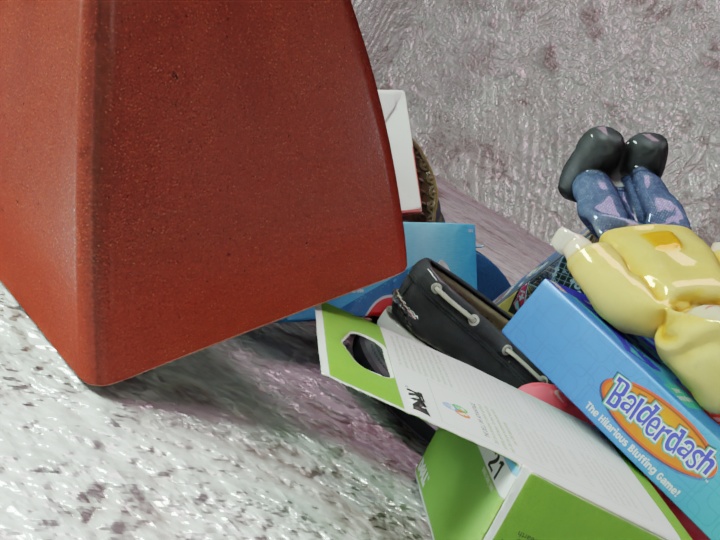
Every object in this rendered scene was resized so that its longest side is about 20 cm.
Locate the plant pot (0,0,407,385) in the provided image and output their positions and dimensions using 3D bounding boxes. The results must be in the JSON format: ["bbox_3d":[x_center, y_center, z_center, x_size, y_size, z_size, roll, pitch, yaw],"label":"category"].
[{"bbox_3d":[-0.104,-0.091,0.599,0.198,0.178,0.199,-20,38,-31],"label":"plant pot"}]

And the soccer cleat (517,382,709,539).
[{"bbox_3d":[0.169,0.146,0.706,0.199,0.067,0.077,34,-20,3],"label":"soccer cleat"}]

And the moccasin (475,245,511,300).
[{"bbox_3d":[0.060,-0.010,1.022,0.199,0.081,0.068,30,4,-32],"label":"moccasin"}]

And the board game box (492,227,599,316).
[{"bbox_3d":[0.172,0.050,0.817,0.136,0.035,0.200,48,-34,1],"label":"board game box"}]

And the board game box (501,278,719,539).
[{"bbox_3d":[0.189,0.094,0.652,0.200,0.045,0.152,46,15,27],"label":"board game box"}]

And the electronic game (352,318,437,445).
[{"bbox_3d":[0.082,0.096,0.786,0.198,0.042,0.200,30,16,-9],"label":"electronic game"}]

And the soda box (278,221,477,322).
[{"bbox_3d":[0.000,0.000,0.805,0.198,0.069,0.064,-1,-2,-45],"label":"soda box"}]

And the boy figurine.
[{"bbox_3d":[0.172,-0.003,0.647,0.123,0.065,0.201,7,37,-15],"label":"boy figurine"}]

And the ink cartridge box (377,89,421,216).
[{"bbox_3d":[-0.038,-0.097,1.090,0.067,0.118,0.199,-8,-2,-41],"label":"ink cartridge box"}]

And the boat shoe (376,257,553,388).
[{"bbox_3d":[0.109,0.059,0.758,0.198,0.061,0.074,30,16,-7],"label":"boat shoe"}]

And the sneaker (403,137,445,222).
[{"bbox_3d":[0.056,-0.035,1.129,0.090,0.066,0.202,101,-31,-86],"label":"sneaker"}]

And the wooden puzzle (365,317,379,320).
[{"bbox_3d":[-0.030,0.003,0.981,0.198,0.038,0.185,26,10,-12],"label":"wooden puzzle"}]

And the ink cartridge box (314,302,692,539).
[{"bbox_3d":[0.052,0.102,0.575,0.198,0.076,0.148,26,10,-9],"label":"ink cartridge box"}]
